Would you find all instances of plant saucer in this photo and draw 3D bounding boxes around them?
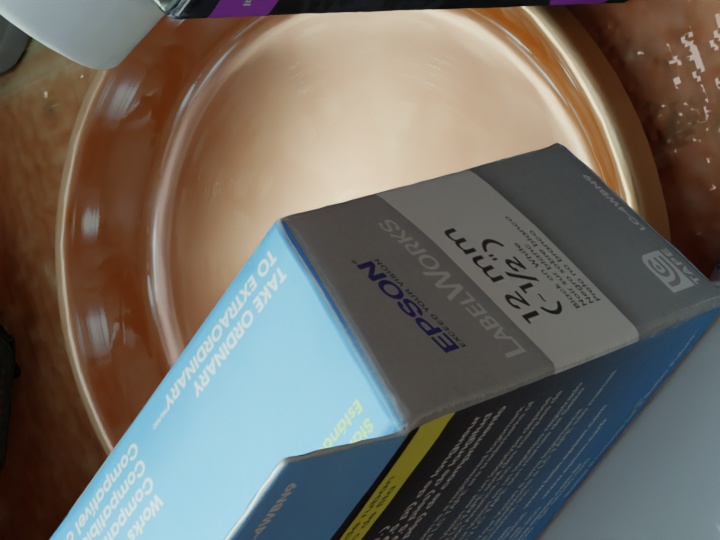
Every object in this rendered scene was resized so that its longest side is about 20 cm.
[{"bbox_3d":[0.000,0.000,0.827,0.200,0.032,0.201,5,99,34],"label":"plant saucer"}]

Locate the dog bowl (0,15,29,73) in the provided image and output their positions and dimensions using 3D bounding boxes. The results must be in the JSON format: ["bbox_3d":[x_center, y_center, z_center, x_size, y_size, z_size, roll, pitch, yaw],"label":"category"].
[{"bbox_3d":[-0.188,-0.124,0.929,0.200,0.059,0.200,4,97,35],"label":"dog bowl"}]

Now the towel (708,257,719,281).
[{"bbox_3d":[0.147,0.025,0.733,0.147,0.024,0.200,33,113,29],"label":"towel"}]

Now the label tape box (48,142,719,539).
[{"bbox_3d":[-0.018,0.052,0.671,0.066,0.200,0.143,46,118,18],"label":"label tape box"}]

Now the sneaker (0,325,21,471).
[{"bbox_3d":[-0.139,0.063,0.910,0.071,0.098,0.201,2,120,23],"label":"sneaker"}]

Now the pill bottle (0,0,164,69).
[{"bbox_3d":[-0.025,-0.148,0.711,0.200,0.111,0.111,-48,68,12],"label":"pill bottle"}]

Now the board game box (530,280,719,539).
[{"bbox_3d":[0.075,0.102,0.756,0.200,0.026,0.200,-3,96,32],"label":"board game box"}]

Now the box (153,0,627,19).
[{"bbox_3d":[0.044,-0.122,0.681,0.036,0.200,0.143,49,118,21],"label":"box"}]
